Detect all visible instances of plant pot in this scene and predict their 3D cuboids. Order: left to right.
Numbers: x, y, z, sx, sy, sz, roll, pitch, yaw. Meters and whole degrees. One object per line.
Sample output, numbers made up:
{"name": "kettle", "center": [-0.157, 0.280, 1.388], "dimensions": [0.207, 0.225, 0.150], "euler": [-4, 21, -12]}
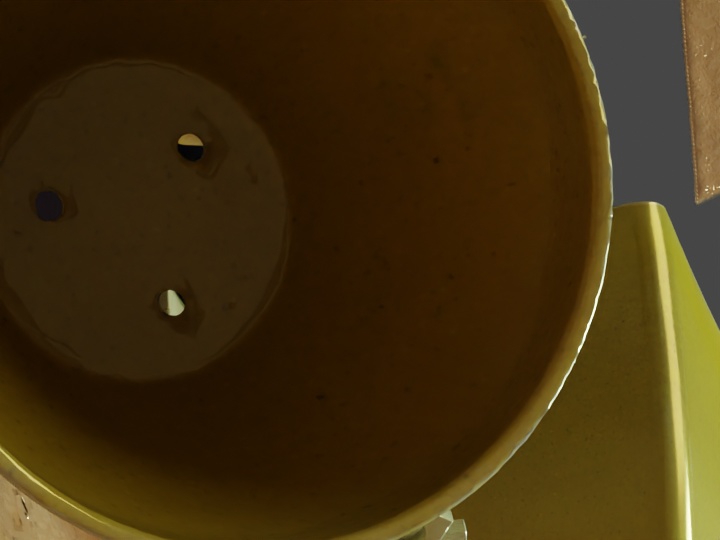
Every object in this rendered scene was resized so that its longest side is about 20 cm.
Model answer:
{"name": "plant pot", "center": [-0.048, -0.018, 0.729], "dimensions": [0.201, 0.199, 0.142], "euler": [63, -18, -4]}
{"name": "plant pot", "center": [0.062, 0.115, 1.044], "dimensions": [0.200, 0.199, 0.177], "euler": [53, 24, -61]}

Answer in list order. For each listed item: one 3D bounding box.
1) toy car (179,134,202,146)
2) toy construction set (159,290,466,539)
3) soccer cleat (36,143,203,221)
{"name": "toy car", "center": [-0.008, -0.116, 0.919], "dimensions": [0.150, 0.200, 0.175], "euler": [-2, -48, 48]}
{"name": "toy construction set", "center": [-0.039, 0.056, 0.873], "dimensions": [0.131, 0.092, 0.200], "euler": [60, -4, -32]}
{"name": "soccer cleat", "center": [-0.114, -0.094, 0.833], "dimensions": [0.201, 0.083, 0.065], "euler": [61, 9, -24]}
